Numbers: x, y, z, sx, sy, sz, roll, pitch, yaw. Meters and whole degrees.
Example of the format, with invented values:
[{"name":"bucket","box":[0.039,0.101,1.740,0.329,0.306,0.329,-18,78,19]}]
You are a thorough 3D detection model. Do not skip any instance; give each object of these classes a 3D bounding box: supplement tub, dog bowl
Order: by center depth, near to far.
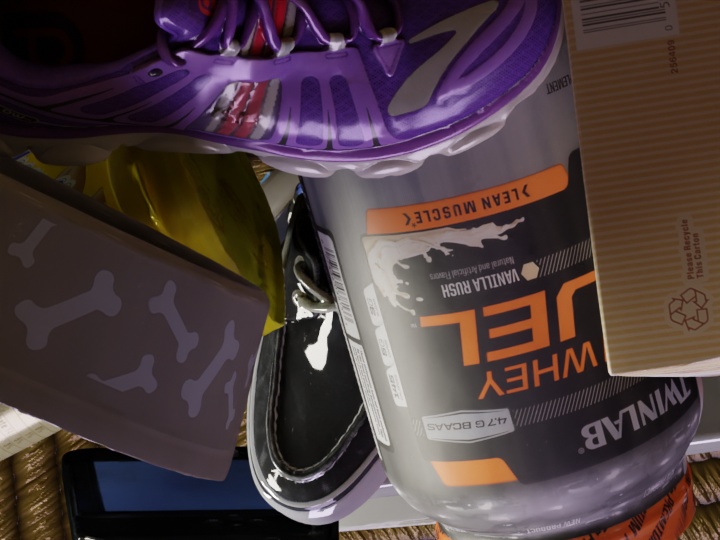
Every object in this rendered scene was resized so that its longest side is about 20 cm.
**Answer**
[{"name":"dog bowl","box":[-0.117,-0.005,0.817,0.200,0.059,0.200,25,-179,0]},{"name":"supplement tub","box":[0.052,0.006,0.953,0.122,0.200,0.123,-15,-163,5]}]

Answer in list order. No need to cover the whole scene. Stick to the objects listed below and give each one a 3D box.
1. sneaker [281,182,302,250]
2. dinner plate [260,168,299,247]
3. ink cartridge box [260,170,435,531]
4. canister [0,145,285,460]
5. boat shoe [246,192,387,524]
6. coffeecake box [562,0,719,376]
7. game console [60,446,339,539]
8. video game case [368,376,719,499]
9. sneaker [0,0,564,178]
[{"name":"sneaker","box":[0.029,-0.027,1.165,0.115,0.200,0.081,22,128,-3]},{"name":"dinner plate","box":[-0.051,-0.005,1.240,0.200,0.024,0.200,-49,174,-7]},{"name":"ink cartridge box","box":[-0.007,0.047,1.487,0.084,0.201,0.145,-8,175,-7]},{"name":"canister","box":[-0.135,0.014,0.993,0.200,0.087,0.149,-27,-160,7]},{"name":"boat shoe","box":[0.000,0.000,1.031,0.072,0.200,0.068,21,178,18]},{"name":"coffeecake box","box":[0.125,-0.045,0.876,0.073,0.154,0.200,-8,175,16]},{"name":"game console","box":[-0.052,0.063,1.265,0.175,0.117,0.200,0,-173,-8]},{"name":"video game case","box":[0.085,-0.009,1.081,0.199,0.183,0.024,-8,161,4]},{"name":"sneaker","box":[-0.034,-0.070,0.794,0.199,0.081,0.083,-7,170,-8]}]
